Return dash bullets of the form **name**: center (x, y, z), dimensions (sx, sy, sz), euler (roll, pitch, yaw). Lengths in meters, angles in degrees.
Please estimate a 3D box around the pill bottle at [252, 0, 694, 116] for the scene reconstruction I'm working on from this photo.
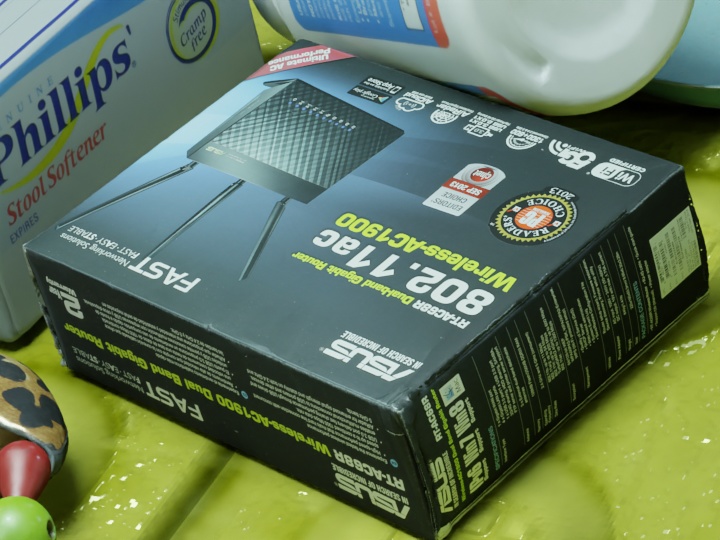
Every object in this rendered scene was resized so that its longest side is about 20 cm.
- **pill bottle**: center (0.033, -0.122, 1.115), dimensions (0.112, 0.112, 0.200), euler (-32, 22, -22)

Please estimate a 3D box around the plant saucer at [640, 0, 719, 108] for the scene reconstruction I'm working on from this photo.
- **plant saucer**: center (0.174, -0.120, 1.155), dimensions (0.200, 0.027, 0.200), euler (-11, 34, 7)

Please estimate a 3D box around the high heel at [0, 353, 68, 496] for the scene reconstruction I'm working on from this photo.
- **high heel**: center (-0.205, 0.055, 0.981), dimensions (0.200, 0.072, 0.142), euler (-11, 21, -39)

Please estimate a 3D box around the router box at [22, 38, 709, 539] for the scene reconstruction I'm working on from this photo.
- **router box**: center (0.000, 0.000, 1.024), dimensions (0.200, 0.062, 0.150), euler (21, 50, 41)

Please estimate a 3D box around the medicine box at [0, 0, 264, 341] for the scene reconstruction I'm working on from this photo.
- **medicine box**: center (-0.173, -0.078, 1.165), dimensions (0.200, 0.103, 0.182), euler (12, 43, 34)

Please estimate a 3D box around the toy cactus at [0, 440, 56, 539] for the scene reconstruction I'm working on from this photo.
- **toy cactus**: center (-0.185, 0.127, 0.908), dimensions (0.200, 0.102, 0.165), euler (-12, 44, -10)
